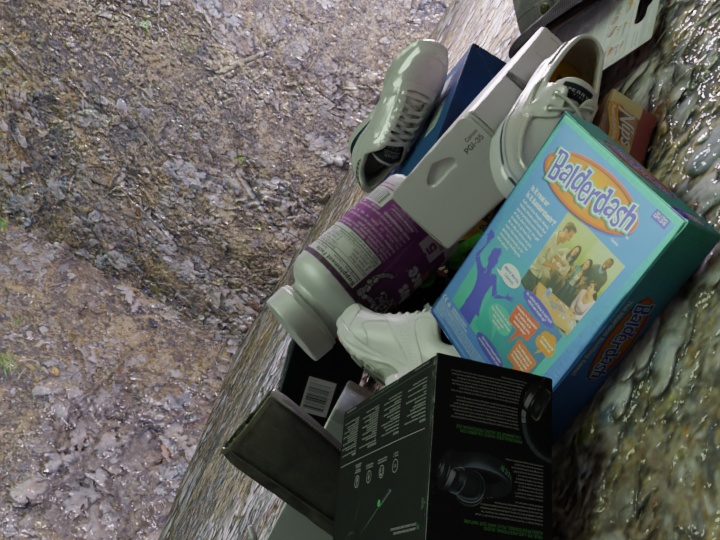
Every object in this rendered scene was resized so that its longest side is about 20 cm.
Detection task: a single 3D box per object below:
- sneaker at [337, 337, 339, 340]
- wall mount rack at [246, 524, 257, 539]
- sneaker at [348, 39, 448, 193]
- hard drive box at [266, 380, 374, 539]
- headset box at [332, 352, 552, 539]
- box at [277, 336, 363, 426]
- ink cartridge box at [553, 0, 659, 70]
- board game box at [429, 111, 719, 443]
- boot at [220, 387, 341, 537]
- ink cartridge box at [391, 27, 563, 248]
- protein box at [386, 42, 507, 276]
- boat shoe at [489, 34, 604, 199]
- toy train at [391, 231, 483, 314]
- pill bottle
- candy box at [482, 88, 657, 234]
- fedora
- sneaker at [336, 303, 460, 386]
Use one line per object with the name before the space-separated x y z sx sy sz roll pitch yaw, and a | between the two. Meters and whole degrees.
sneaker | 0.023 0.104 1.049 0.079 0.115 0.200 -61 8 3
wall mount rack | -0.111 0.376 1.107 0.200 0.074 0.174 -53 13 40
sneaker | 0.051 -0.184 1.089 0.081 0.076 0.201 -91 25 -50
hard drive box | -0.024 0.220 0.970 0.157 0.076 0.200 -62 -2 5
headset box | 0.049 0.182 0.615 0.174 0.092 0.202 134 145 -59
box | -0.058 0.141 1.294 0.182 0.103 0.202 -85 12 -70
ink cartridge box | 0.267 -0.241 1.009 0.199 0.057 0.163 -25 34 46
board game box | 0.149 0.006 0.676 0.201 0.045 0.152 -57 39 24
boot | -0.041 0.214 0.811 0.182 0.199 0.073 -55 10 31
ink cartridge box | 0.135 -0.133 0.904 0.147 0.083 0.200 -45 4 47
protein box | 0.123 -0.128 1.126 0.200 0.134 0.200 -48 16 54
boat shoe | 0.171 -0.136 0.778 0.070 0.071 0.201 -50 7 51
toy train | 0.069 0.020 1.018 0.199 0.042 0.057 -30 27 5
pill bottle | 0.000 0.000 0.959 0.200 0.112 0.112 -42 7 -9
candy box | 0.187 -0.068 0.852 0.116 0.055 0.200 -65 9 -28
fedora | 0.239 -0.346 1.072 0.176 0.091 0.200 -32 1 -26
sneaker | 0.052 0.069 0.828 0.099 0.078 0.200 -48 36 -4
